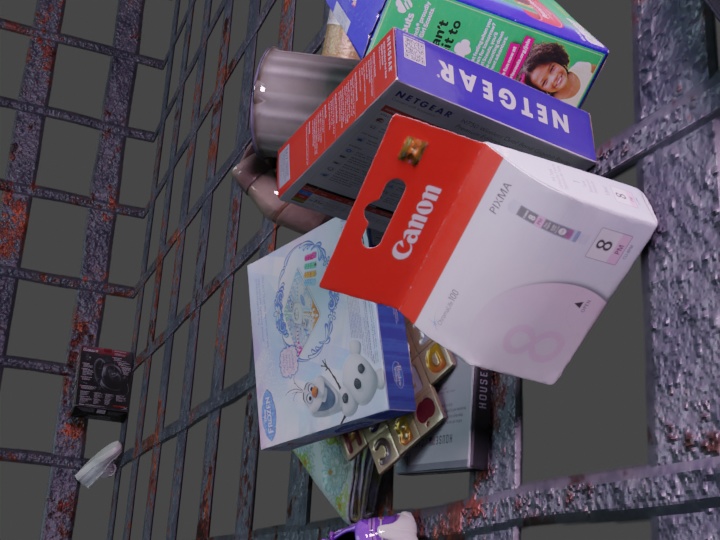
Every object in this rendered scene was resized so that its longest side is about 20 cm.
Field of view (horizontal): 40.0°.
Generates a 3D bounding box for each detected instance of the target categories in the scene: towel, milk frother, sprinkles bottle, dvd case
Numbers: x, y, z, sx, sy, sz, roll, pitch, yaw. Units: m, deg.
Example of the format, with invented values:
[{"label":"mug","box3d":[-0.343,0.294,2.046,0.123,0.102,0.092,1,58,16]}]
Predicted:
[{"label":"towel","box3d":[-0.033,0.152,1.076,0.200,0.047,0.174,45,132,47]},{"label":"milk frother","box3d":[-0.013,-0.111,1.033,0.181,0.184,0.204,64,-144,-69]},{"label":"sprinkles bottle","box3d":[-0.008,-0.343,1.304,0.068,0.067,0.204,-157,78,-68]},{"label":"dvd case","box3d":[0.079,0.088,0.936,0.150,0.024,0.204,152,125,-64]}]

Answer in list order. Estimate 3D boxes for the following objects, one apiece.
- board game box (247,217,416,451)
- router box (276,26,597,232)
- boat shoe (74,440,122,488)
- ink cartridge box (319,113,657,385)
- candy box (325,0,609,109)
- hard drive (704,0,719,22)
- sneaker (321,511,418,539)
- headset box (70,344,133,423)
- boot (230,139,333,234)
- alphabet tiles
[{"label":"board game box","box3d":[-0.036,0.062,0.990,0.197,0.043,0.204,-24,65,44]},{"label":"router box","box3d":[0.059,-0.092,0.803,0.179,0.197,0.050,-37,46,47]},{"label":"boat shoe","box3d":[-0.698,0.533,2.680,0.199,0.069,0.072,-39,9,25]},{"label":"ink cartridge box","box3d":[0.088,-0.007,0.714,0.058,0.196,0.164,-102,30,-50]},{"label":"candy box","box3d":[0.081,-0.210,0.828,0.170,0.196,0.078,-112,39,-54]},{"label":"hard drive","box3d":[0.250,-0.239,0.620,0.135,0.042,0.203,124,149,-46]},{"label":"sneaker","box3d":[-0.012,0.289,0.999,0.201,0.082,0.082,124,149,-48]},{"label":"headset box","box3d":[-0.701,0.300,2.692,0.077,0.146,0.203,128,145,-48]},{"label":"boot","box3d":[-0.065,-0.111,1.143,0.070,0.145,0.201,-50,7,27]},{"label":"alphabet tiles","box3d":[0.016,0.083,0.964,0.166,0.006,0.202,-46,51,32]}]
